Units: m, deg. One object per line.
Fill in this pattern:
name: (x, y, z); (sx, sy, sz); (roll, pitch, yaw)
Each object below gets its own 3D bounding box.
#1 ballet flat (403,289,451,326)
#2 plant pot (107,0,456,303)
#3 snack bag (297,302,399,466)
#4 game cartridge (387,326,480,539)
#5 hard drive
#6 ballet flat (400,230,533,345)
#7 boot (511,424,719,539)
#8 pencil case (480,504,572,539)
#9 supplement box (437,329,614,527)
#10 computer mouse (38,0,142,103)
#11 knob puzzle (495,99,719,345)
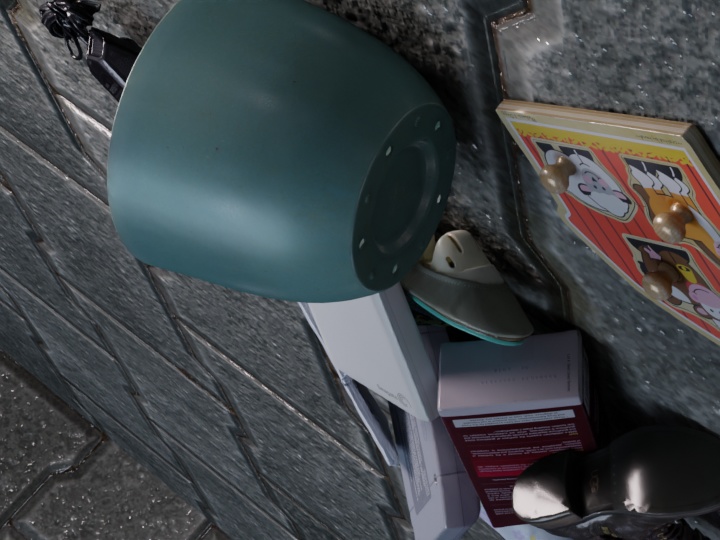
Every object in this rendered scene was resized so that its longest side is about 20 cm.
ballet flat: (0.000, 0.000, 1.473); (0.200, 0.074, 0.074); (40, 164, 23)
plant pot: (-0.036, -0.071, 1.181); (0.160, 0.201, 0.201); (21, 156, 25)
snack bag: (-0.016, 0.069, 1.603); (0.201, 0.021, 0.189); (62, 180, -7)
game cartridge: (0.056, 0.126, 1.528); (0.133, 0.040, 0.201); (107, 154, -69)
hard drive: (-0.009, 0.010, 1.374); (0.132, 0.027, 0.201); (29, 148, 50)
ballet flat: (0.051, -0.008, 1.354); (0.067, 0.064, 0.200); (-3, -158, -43)
boot: (0.227, 0.186, 1.393); (0.199, 0.070, 0.174); (-11, 146, 36)
pencil case: (0.149, 0.207, 1.632); (0.200, 0.083, 0.091); (43, 154, 2)
supplement box: (0.133, 0.125, 1.414); (0.108, 0.061, 0.200); (-6, 145, 14)
computer mouse: (-0.175, -0.159, 1.520); (0.200, 0.053, 0.138); (48, 168, -13)
knob puzzle: (0.177, -0.013, 1.096); (0.219, 0.030, 0.220); (38, 163, 14)
